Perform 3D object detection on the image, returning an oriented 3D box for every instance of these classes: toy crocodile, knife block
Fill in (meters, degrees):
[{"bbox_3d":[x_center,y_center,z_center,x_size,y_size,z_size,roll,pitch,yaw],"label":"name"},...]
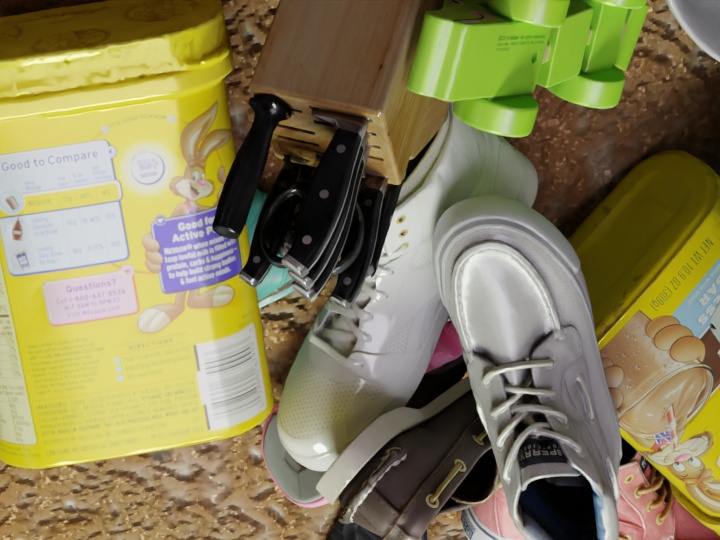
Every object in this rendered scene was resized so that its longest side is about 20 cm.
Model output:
[{"bbox_3d":[0.081,-0.110,0.923,0.199,0.061,0.068,-20,129,-51],"label":"toy crocodile"},{"bbox_3d":[-0.008,-0.091,0.875,0.063,0.176,0.202,13,115,13],"label":"knife block"}]

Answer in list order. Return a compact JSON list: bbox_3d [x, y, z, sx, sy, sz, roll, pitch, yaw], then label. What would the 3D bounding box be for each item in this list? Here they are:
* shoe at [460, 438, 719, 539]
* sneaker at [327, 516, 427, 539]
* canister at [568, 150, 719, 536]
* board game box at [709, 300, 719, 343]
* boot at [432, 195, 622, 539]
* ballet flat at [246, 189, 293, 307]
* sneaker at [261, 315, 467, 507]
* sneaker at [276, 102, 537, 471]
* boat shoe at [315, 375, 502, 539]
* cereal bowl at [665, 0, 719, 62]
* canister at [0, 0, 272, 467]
[{"bbox_3d":[0.166,0.138,1.202,0.198,0.072,0.091,10,130,-17],"label":"shoe"},{"bbox_3d":[0.020,0.207,1.233,0.081,0.070,0.201,-12,134,-33],"label":"sneaker"},{"bbox_3d":[0.195,0.045,1.111,0.149,0.087,0.200,-49,125,1],"label":"canister"},{"bbox_3d":[0.283,-0.023,0.963,0.199,0.065,0.148,-24,156,-20],"label":"board game box"},{"bbox_3d":[0.090,0.062,0.979,0.073,0.096,0.201,-18,128,15],"label":"boot"},{"bbox_3d":[-0.118,0.019,1.038,0.199,0.067,0.071,-33,111,10],"label":"ballet flat"},{"bbox_3d":[0.031,0.051,1.106,0.200,0.079,0.095,-49,150,21],"label":"sneaker"},{"bbox_3d":[0.000,0.000,1.002,0.201,0.073,0.115,-57,144,-2],"label":"sneaker"},{"bbox_3d":[0.048,0.100,1.045,0.072,0.060,0.200,-52,165,22],"label":"boat shoe"},{"bbox_3d":[0.223,-0.195,0.940,0.198,0.084,0.201,-8,130,-10],"label":"cereal bowl"},{"bbox_3d":[-0.123,-0.018,0.936,0.147,0.087,0.202,-9,111,-3],"label":"canister"}]
